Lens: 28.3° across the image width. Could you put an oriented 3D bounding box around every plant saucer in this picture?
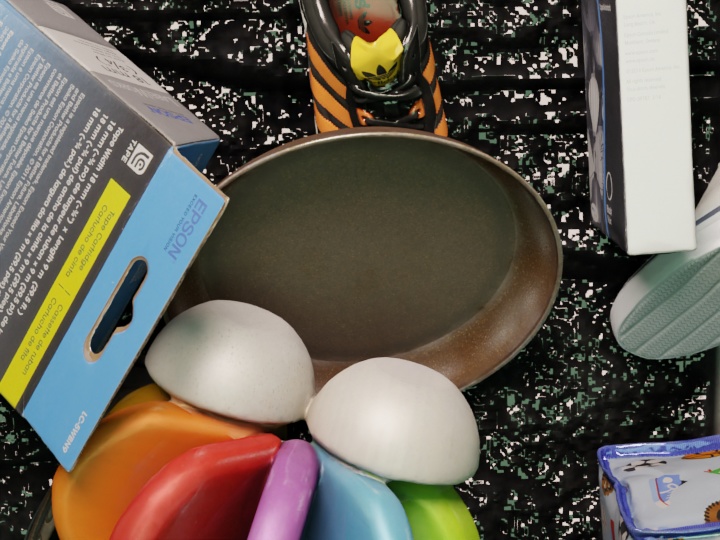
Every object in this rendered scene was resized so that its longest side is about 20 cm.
[{"bbox_3d":[0.000,0.000,0.710,0.198,0.032,0.201,-4,135,-4],"label":"plant saucer"}]

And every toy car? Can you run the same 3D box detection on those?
[{"bbox_3d":[-0.046,0.121,0.647,0.198,0.150,0.177,19,102,10],"label":"toy car"}]

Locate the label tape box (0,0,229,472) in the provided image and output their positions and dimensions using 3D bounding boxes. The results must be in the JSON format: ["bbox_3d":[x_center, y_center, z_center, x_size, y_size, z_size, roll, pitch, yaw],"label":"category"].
[{"bbox_3d":[-0.138,-0.023,0.669,0.200,0.063,0.145,40,106,30],"label":"label tape box"}]

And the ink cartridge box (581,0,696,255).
[{"bbox_3d":[0.134,-0.114,0.701,0.039,0.099,0.202,-3,100,0],"label":"ink cartridge box"}]

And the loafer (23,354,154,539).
[{"bbox_3d":[-0.145,0.145,0.758,0.071,0.063,0.202,14,100,-5],"label":"loafer"}]

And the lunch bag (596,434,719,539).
[{"bbox_3d":[0.233,0.176,0.743,0.198,0.124,0.172,-6,108,1],"label":"lunch bag"}]

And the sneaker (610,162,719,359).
[{"bbox_3d":[0.205,-0.032,0.733,0.073,0.071,0.200,30,123,-27],"label":"sneaker"}]

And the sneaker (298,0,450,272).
[{"bbox_3d":[0.007,-0.089,0.705,0.069,0.090,0.202,-13,101,1],"label":"sneaker"}]
